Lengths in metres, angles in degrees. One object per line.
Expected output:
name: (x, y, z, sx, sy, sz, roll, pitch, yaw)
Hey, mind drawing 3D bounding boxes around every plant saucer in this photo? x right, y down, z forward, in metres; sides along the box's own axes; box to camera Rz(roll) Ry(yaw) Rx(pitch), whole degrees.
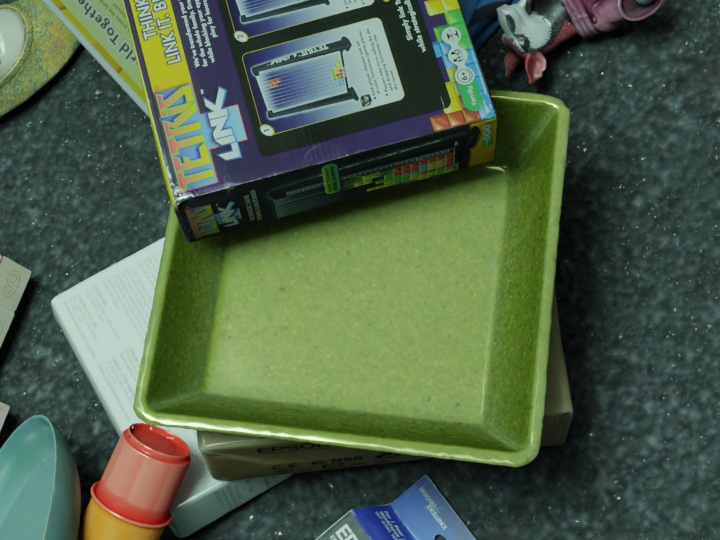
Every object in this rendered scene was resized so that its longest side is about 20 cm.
plant saucer: (-0.201, 0.180, 0.895, 0.200, 0.027, 0.200, -49, 28, 37)
plant saucer: (0.000, 0.000, 0.829, 0.199, 0.048, 0.200, 6, 69, 5)

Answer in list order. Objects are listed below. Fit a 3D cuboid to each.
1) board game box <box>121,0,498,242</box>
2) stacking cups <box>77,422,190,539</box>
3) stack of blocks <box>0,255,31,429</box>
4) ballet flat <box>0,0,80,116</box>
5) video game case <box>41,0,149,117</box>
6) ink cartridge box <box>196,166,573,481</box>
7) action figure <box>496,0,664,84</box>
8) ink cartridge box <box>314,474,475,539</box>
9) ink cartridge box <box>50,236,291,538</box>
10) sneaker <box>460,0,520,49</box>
board game box: (-0.036, -0.132, 0.826, 0.165, 0.057, 0.200, -15, 70, -2)
stacking cups: (-0.149, 0.178, 0.887, 0.060, 0.060, 0.200, 29, 100, 25)
stack of blocks: (-0.277, 0.076, 0.987, 0.115, 0.059, 0.200, 12, 75, 34)
ballet flat: (-0.270, -0.124, 1.063, 0.200, 0.071, 0.071, -36, 64, 4)
video game case: (-0.080, -0.166, 0.933, 0.200, 0.023, 0.182, 47, 116, 7)
ink cartridge box: (0.007, 0.021, 0.886, 0.199, 0.075, 0.165, -7, 70, 0)
action figure: (0.137, -0.201, 0.942, 0.134, 0.149, 0.200, 36, 107, 25)
ink cartridge box: (-0.017, 0.206, 0.875, 0.200, 0.039, 0.099, -41, 63, 1)
ink cartridge box: (-0.061, 0.039, 0.956, 0.200, 0.047, 0.160, -28, 63, -11)
sneaker: (0.047, -0.171, 0.965, 0.066, 0.078, 0.200, 32, 83, 27)
